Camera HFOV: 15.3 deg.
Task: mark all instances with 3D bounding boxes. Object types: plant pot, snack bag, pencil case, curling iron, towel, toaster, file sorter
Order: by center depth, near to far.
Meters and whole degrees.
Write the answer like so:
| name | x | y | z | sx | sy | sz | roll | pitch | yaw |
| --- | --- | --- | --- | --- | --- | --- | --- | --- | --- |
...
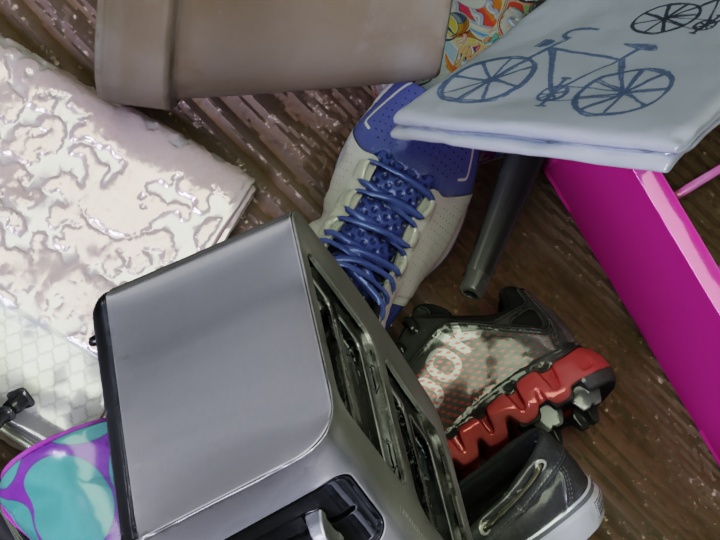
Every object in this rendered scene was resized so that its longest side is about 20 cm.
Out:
| name | x | y | z | sx | sy | sz | roll | pitch | yaw |
| --- | --- | --- | --- | --- | --- | --- | --- | --- | --- |
| toaster | -0.035 | 0.093 | 1.243 | 0.118 | 0.181 | 0.200 | -25 | 41 | 10 |
| pencil case | -0.105 | 0.172 | 1.290 | 0.092 | 0.085 | 0.201 | -25 | 81 | 11 |
| snack bag | 0.141 | -0.111 | 1.341 | 0.200 | 0.188 | 0.021 | -39 | 122 | -35 |
| plant pot | -0.034 | -0.172 | 1.378 | 0.173 | 0.200 | 0.201 | 9 | 75 | 1 |
| file sorter | 0.209 | -0.012 | 1.392 | 0.125 | 0.139 | 0.200 | -30 | 88 | -12 |
| towel | -0.185 | -0.018 | 1.418 | 0.200 | 0.032 | 0.191 | 30 | 74 | 1 |
| curling iron | 0.084 | -0.076 | 1.421 | 0.049 | 0.026 | 0.201 | 25 | 70 | -24 |

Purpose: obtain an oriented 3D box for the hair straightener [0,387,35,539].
| name | x | y | z | sx | sy | sz | roll | pitch | yaw |
| --- | --- | --- | --- | --- | --- | --- | --- | --- | --- |
| hair straightener | -0.208 | 0.070 | 1.358 | 0.077 | 0.041 | 0.200 | -12 | 65 | -36 |

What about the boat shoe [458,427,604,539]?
| name | x | y | z | sx | sy | sz | roll | pitch | yaw |
| --- | --- | --- | --- | --- | --- | --- | --- | --- | --- |
| boat shoe | 0.025 | 0.146 | 1.335 | 0.200 | 0.070 | 0.066 | -31 | 109 | 5 |

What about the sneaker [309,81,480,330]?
| name | x | y | z | sx | sy | sz | roll | pitch | yaw |
| --- | --- | --- | --- | --- | --- | --- | --- | --- | --- |
| sneaker | 0.000 | 0.001 | 1.374 | 0.080 | 0.115 | 0.200 | 32 | 87 | -5 |

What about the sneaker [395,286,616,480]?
| name | x | y | z | sx | sy | sz | roll | pitch | yaw |
| --- | --- | --- | --- | --- | --- | --- | --- | --- | --- |
| sneaker | 0.030 | 0.075 | 1.399 | 0.200 | 0.071 | 0.098 | -30 | 74 | -9 |

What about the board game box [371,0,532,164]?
| name | x | y | z | sx | sy | sz | roll | pitch | yaw |
| --- | --- | --- | --- | --- | --- | --- | --- | --- | --- |
| board game box | 0.057 | -0.160 | 1.479 | 0.134 | 0.034 | 0.201 | -18 | 79 | -10 |
